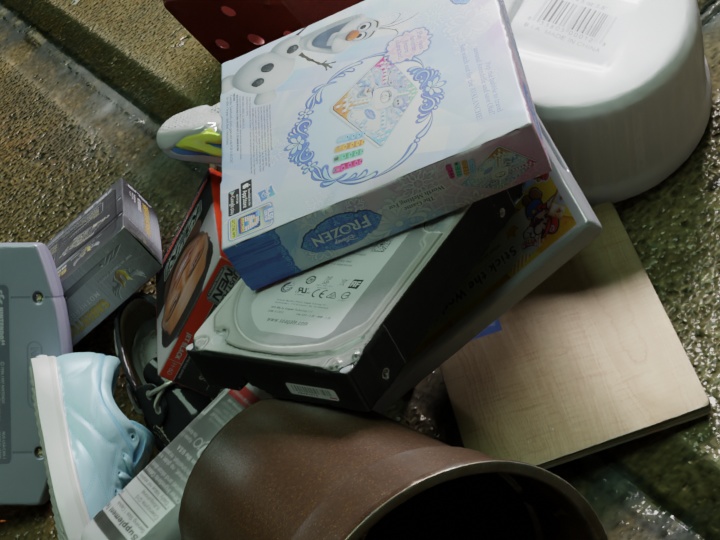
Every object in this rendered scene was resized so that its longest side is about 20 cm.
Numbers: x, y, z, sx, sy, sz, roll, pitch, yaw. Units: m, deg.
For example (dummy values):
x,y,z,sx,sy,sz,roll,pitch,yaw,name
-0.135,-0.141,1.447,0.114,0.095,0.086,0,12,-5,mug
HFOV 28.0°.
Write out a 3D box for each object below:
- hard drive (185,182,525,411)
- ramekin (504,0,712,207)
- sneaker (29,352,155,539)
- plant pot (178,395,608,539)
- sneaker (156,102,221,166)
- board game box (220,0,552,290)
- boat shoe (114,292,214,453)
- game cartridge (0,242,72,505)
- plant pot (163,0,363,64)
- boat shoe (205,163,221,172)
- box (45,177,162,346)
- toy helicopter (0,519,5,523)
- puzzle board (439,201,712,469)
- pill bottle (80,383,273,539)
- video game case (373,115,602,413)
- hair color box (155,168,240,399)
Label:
x,y,z,sx,sy,sz,roll,pitch,yaw,name
0.001,-0.005,0.883,0.139,0.038,0.200,5,45,43,hard drive
0.152,-0.153,1.040,0.199,0.098,0.202,-6,58,9,ramekin
-0.183,0.144,1.032,0.081,0.074,0.201,-10,65,-15,sneaker
0.003,0.165,0.802,0.200,0.201,0.198,-44,31,-11,plant pot
-0.057,-0.076,1.117,0.198,0.106,0.076,-1,24,9,sneaker
0.007,-0.100,0.914,0.198,0.043,0.201,-22,40,14,board game box
-0.141,0.084,1.092,0.074,0.060,0.200,-35,37,4,boat shoe
-0.288,0.079,1.112,0.132,0.202,0.040,0,1,8,game cartridge
-0.069,-0.283,1.337,0.199,0.200,0.177,1,60,38,plant pot
-0.037,-0.128,1.251,0.202,0.075,0.075,-38,71,-15,boat shoe
-0.254,0.021,1.206,0.200,0.048,0.158,-41,21,4,box
-0.300,0.215,0.958,0.078,0.200,0.133,-14,59,26,toy helicopter
0.125,0.045,0.946,0.150,0.017,0.201,-20,42,4,puzzle board
-0.105,0.173,0.927,0.200,0.114,0.114,-45,38,-12,pill bottle
0.045,-0.035,0.964,0.200,0.023,0.183,-41,53,23,video game case
-0.106,0.006,1.081,0.102,0.061,0.200,-61,18,14,hair color box
